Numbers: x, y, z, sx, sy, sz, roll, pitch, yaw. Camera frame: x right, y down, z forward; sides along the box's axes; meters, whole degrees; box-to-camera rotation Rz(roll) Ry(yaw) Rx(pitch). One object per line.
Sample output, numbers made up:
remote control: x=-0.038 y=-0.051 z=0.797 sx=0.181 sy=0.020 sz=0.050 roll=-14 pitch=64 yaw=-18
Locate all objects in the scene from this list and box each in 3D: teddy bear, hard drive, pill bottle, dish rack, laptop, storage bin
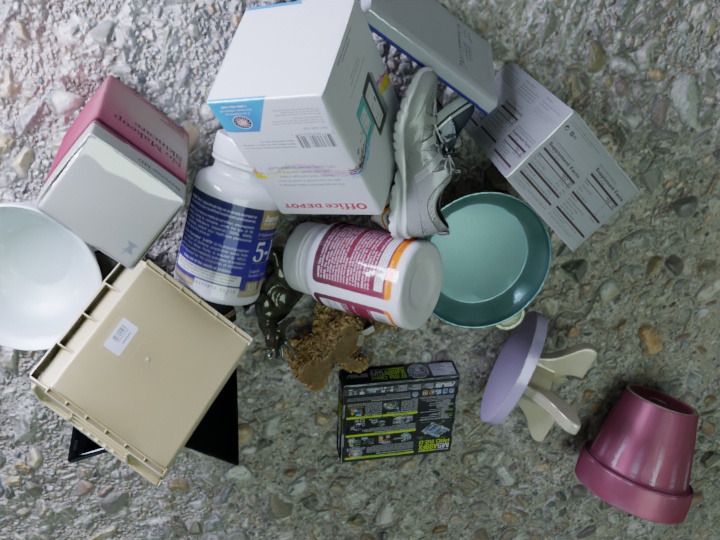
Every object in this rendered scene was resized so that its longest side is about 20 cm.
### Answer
teddy bear: x=-0.026 y=0.090 z=1.161 sx=0.144 sy=0.067 sz=0.201 roll=30 pitch=103 yaw=-36
hard drive: x=0.084 y=-0.287 z=0.925 sx=0.197 sy=0.134 sz=0.025 roll=29 pitch=133 yaw=-26
pill bottle: x=-0.165 y=-0.070 z=0.991 sx=0.117 sy=0.120 sz=0.205 roll=11 pitch=106 yaw=-18
pill bottle: x=0.000 y=0.000 z=1.010 sx=0.113 sy=0.196 sz=0.117 roll=-25 pitch=122 yaw=-49
dish rack: x=0.101 y=-0.123 z=1.052 sx=0.152 sy=0.055 sz=0.201 roll=-35 pitch=110 yaw=8
laptop: x=-0.285 y=0.193 z=1.081 sx=0.195 sy=0.190 sz=0.117 roll=-17 pitch=132 yaw=4
storage bin: x=-0.268 y=0.120 z=0.948 sx=0.197 sy=0.094 sz=0.202 roll=37 pitch=64 yaw=-7

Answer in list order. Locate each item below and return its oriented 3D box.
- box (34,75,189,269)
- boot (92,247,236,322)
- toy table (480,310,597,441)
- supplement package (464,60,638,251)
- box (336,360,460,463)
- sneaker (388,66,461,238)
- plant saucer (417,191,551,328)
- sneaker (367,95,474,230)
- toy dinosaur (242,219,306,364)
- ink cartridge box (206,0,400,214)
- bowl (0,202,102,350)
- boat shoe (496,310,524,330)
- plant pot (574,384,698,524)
box: x=-0.281 y=-0.121 z=0.894 sx=0.127 sy=0.201 sz=0.109 roll=36 pitch=108 yaw=-28
boot: x=-0.273 y=0.023 z=1.060 sx=0.196 sy=0.077 sz=0.142 roll=-9 pitch=101 yaw=-27
toy table: x=0.283 y=0.176 z=1.216 sx=0.115 sy=0.186 sz=0.202 roll=22 pitch=126 yaw=-6
supplement package: x=0.236 y=-0.153 z=0.993 sx=0.111 sy=0.201 sz=0.155 roll=-43 pitch=121 yaw=14
box: x=0.060 y=0.234 z=1.266 sx=0.194 sy=0.045 sz=0.164 roll=-4 pitch=120 yaw=-10
sneaker: x=0.082 y=-0.136 z=0.906 sx=0.080 sy=0.075 sz=0.205 roll=8 pitch=113 yaw=13
plant saucer: x=0.163 y=-0.017 z=1.052 sx=0.194 sy=0.036 sz=0.205 roll=-2 pitch=116 yaw=-4
sneaker: x=0.082 y=-0.135 z=0.980 sx=0.199 sy=0.078 sz=0.080 roll=-41 pitch=90 yaw=19
toy dinosaur: x=-0.116 y=0.022 z=1.098 sx=0.101 sy=0.076 sz=0.204 roll=21 pitch=91 yaw=-36
ink cartridge box: x=-0.051 y=-0.181 z=0.884 sx=0.143 sy=0.149 sz=0.201 roll=2 pitch=149 yaw=24
bowl: x=-0.424 y=-0.007 z=0.985 sx=0.195 sy=0.091 sz=0.206 roll=-2 pitch=117 yaw=-4
boat shoe: x=0.187 y=-0.011 z=1.146 sx=0.070 sy=0.068 sz=0.204 roll=-21 pitch=106 yaw=9
plant pot: x=0.496 y=0.308 z=1.331 sx=0.195 sy=0.200 sz=0.183 roll=13 pitch=101 yaw=-19
